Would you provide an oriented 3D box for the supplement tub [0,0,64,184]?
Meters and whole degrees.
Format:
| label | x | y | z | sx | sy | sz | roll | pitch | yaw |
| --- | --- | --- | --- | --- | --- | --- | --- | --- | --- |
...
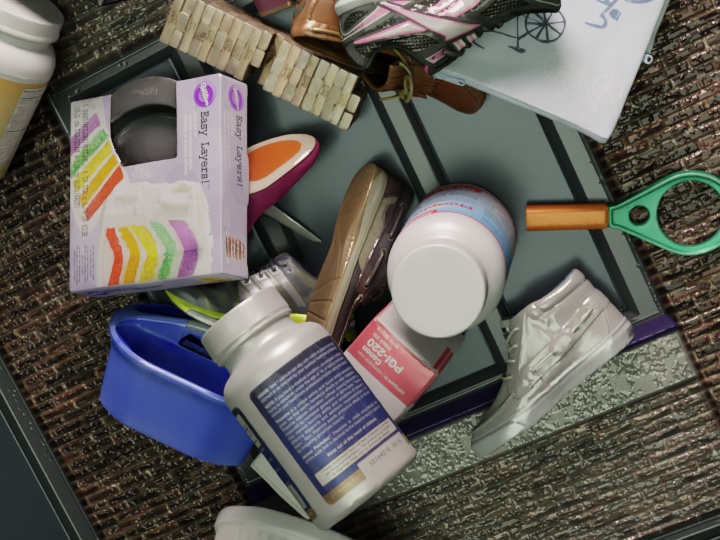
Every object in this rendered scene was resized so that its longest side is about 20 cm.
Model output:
| label | x | y | z | sx | sy | sz | roll | pitch | yaw |
| --- | --- | --- | --- | --- | --- | --- | --- | --- | --- |
| supplement tub | -0.382 | -0.182 | 1.313 | 0.144 | 0.144 | 0.201 | 31 | 108 | 1 |

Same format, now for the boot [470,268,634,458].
| label | x | y | z | sx | sy | sz | roll | pitch | yaw |
| --- | --- | --- | --- | --- | --- | --- | --- | --- | --- |
| boot | 0.164 | 0.088 | 1.326 | 0.200 | 0.074 | 0.096 | -42 | 88 | 9 |

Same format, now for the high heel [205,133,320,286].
| label | x | y | z | sx | sy | sz | roll | pitch | yaw |
| --- | --- | --- | --- | --- | --- | --- | --- | --- | --- |
| high heel | -0.105 | -0.059 | 1.338 | 0.199 | 0.068 | 0.096 | -28 | 134 | 20 |

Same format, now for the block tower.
| label | x | y | z | sx | sy | sz | roll | pitch | yaw |
| --- | --- | --- | --- | --- | --- | --- | --- | --- | --- |
| block tower | -0.088 | -0.204 | 1.298 | 0.199 | 0.058 | 0.054 | 26 | 108 | 1 |

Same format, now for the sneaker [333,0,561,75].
| label | x | y | z | sx | sy | sz | roll | pitch | yaw |
| --- | --- | --- | --- | --- | --- | --- | --- | --- | --- |
| sneaker | 0.075 | -0.215 | 1.180 | 0.198 | 0.080 | 0.087 | -4 | 95 | 7 |

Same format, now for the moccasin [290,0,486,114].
| label | x | y | z | sx | sy | sz | roll | pitch | yaw |
| --- | --- | --- | --- | --- | --- | --- | --- | --- | --- |
| moccasin | 0.027 | -0.190 | 1.241 | 0.200 | 0.073 | 0.078 | 26 | 69 | -28 |

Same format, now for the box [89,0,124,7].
| label | x | y | z | sx | sy | sz | roll | pitch | yaw |
| --- | --- | --- | --- | --- | --- | --- | --- | --- | --- |
| box | -0.237 | -0.369 | 1.246 | 0.148 | 0.124 | 0.201 | 31 | 107 | 0 |

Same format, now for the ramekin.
| label | x | y | z | sx | sy | sz | roll | pitch | yaw |
| --- | --- | --- | --- | --- | --- | --- | --- | --- | --- |
| ramekin | -0.063 | 0.318 | 1.351 | 0.200 | 0.203 | 0.095 | 18 | 66 | 6 |

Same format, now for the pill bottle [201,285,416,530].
| label | x | y | z | sx | sy | sz | roll | pitch | yaw |
| --- | --- | --- | --- | --- | --- | --- | --- | --- | --- |
| pill bottle | -0.050 | 0.118 | 1.198 | 0.111 | 0.111 | 0.201 | -39 | 83 | 18 |

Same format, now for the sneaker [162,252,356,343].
| label | x | y | z | sx | sy | sz | roll | pitch | yaw |
| --- | --- | --- | --- | --- | --- | --- | --- | --- | --- |
| sneaker | -0.097 | 0.020 | 1.344 | 0.198 | 0.074 | 0.082 | 8 | 94 | -14 |

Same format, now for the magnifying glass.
| label | x | y | z | sx | sy | sz | roll | pitch | yaw |
| --- | --- | --- | --- | --- | --- | --- | --- | --- | --- |
| magnifying glass | 0.257 | -0.053 | 1.290 | 0.198 | 0.022 | 0.080 | -1 | 105 | 12 |

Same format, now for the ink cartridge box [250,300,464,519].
| label | x | y | z | sx | sy | sz | roll | pitch | yaw |
| --- | --- | --- | --- | --- | --- | --- | --- | --- | --- |
| ink cartridge box | -0.001 | 0.127 | 1.320 | 0.085 | 0.146 | 0.201 | 39 | 107 | 4 |

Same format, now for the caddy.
| label | x | y | z | sx | sy | sz | roll | pitch | yaw |
| --- | --- | --- | --- | --- | --- | --- | --- | --- | --- |
| caddy | -0.161 | 0.102 | 1.348 | 0.198 | 0.141 | 0.106 | 24 | 111 | 3 |

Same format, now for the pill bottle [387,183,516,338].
| label | x | y | z | sx | sy | sz | roll | pitch | yaw |
| --- | --- | --- | --- | --- | --- | --- | --- | --- | --- |
| pill bottle | 0.083 | -0.008 | 1.241 | 0.108 | 0.200 | 0.110 | 3 | 105 | 9 |

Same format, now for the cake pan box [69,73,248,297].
| label | x | y | z | sx | sy | sz | roll | pitch | yaw |
| --- | --- | --- | --- | --- | --- | --- | --- | --- | --- |
| cake pan box | -0.194 | -0.082 | 1.299 | 0.182 | 0.052 | 0.202 | -4 | 80 | 26 |

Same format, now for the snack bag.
| label | x | y | z | sx | sy | sz | roll | pitch | yaw |
| --- | --- | --- | --- | --- | --- | --- | --- | --- | --- |
| snack bag | 0.177 | -0.231 | 1.220 | 0.187 | 0.021 | 0.202 | 22 | 83 | 3 |

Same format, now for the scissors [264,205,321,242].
| label | x | y | z | sx | sy | sz | roll | pitch | yaw |
| --- | --- | --- | --- | --- | --- | --- | --- | --- | --- |
| scissors | -0.125 | -0.088 | 1.357 | 0.198 | 0.014 | 0.074 | 19 | 108 | 6 |

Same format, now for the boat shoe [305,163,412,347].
| label | x | y | z | sx | sy | sz | roll | pitch | yaw |
| --- | --- | --- | --- | --- | --- | --- | --- | --- | --- |
| boat shoe | 0.000 | 0.000 | 1.300 | 0.064 | 0.072 | 0.202 | 21 | 78 | -19 |

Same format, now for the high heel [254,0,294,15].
| label | x | y | z | sx | sy | sz | roll | pitch | yaw |
| --- | --- | --- | --- | --- | --- | --- | --- | --- | --- |
| high heel | -0.034 | -0.312 | 1.241 | 0.198 | 0.068 | 0.097 | -21 | 112 | 19 |
